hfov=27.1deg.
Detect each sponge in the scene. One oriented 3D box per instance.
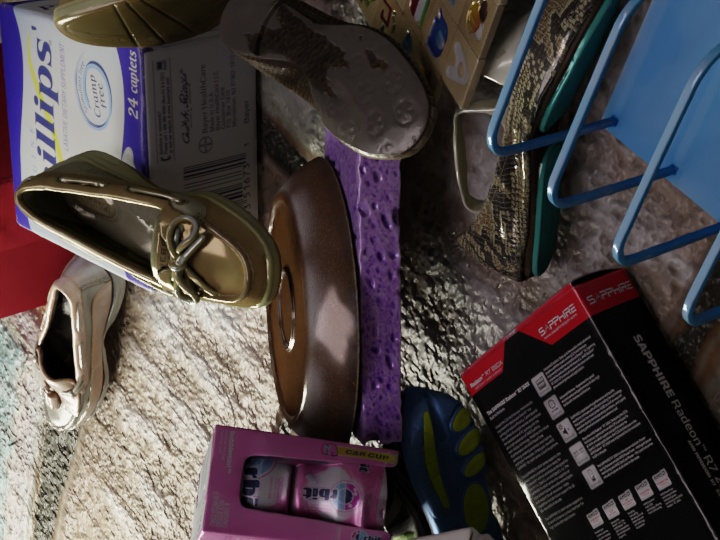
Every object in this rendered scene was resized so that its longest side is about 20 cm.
[{"bbox_3d":[0.000,0.000,0.963,0.112,0.030,0.201,-139,47,-72],"label":"sponge"}]

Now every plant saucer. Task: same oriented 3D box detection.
[{"bbox_3d":[-0.037,0.025,0.996,0.200,0.032,0.202,178,90,-77],"label":"plant saucer"}]

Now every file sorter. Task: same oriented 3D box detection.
[{"bbox_3d":[0.176,-0.062,0.706,0.200,0.122,0.139,45,134,31],"label":"file sorter"}]

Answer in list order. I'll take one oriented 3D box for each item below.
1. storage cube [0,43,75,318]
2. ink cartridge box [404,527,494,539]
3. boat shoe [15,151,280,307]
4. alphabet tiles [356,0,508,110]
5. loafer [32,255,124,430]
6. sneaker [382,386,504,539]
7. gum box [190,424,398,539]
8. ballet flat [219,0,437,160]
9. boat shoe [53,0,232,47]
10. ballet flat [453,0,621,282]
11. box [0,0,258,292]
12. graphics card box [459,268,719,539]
[{"bbox_3d":[-0.346,-0.068,1.290,0.200,0.179,0.172,46,135,28],"label":"storage cube"},{"bbox_3d":[0.018,0.238,0.904,0.199,0.146,0.084,-17,46,31],"label":"ink cartridge box"},{"bbox_3d":[-0.140,-0.023,0.986,0.200,0.063,0.074,28,122,29],"label":"boat shoe"},{"bbox_3d":[0.040,-0.190,0.856,0.200,0.006,0.167,-114,33,-44],"label":"alphabet tiles"},{"bbox_3d":[-0.259,0.068,1.308,0.072,0.063,0.201,33,128,16],"label":"loafer"},{"bbox_3d":[0.052,0.171,0.999,0.083,0.070,0.201,-157,56,-66],"label":"sneaker"},{"bbox_3d":[-0.048,0.153,0.968,0.200,0.113,0.067,119,158,-72],"label":"gum box"},{"bbox_3d":[-0.015,-0.119,0.901,0.200,0.046,0.068,35,98,43],"label":"ballet flat"},{"bbox_3d":[-0.105,-0.199,0.967,0.200,0.073,0.063,-17,73,12],"label":"boat shoe"},{"bbox_3d":[0.089,-0.086,0.838,0.075,0.068,0.201,22,125,16],"label":"ballet flat"},{"bbox_3d":[-0.175,-0.104,1.129,0.199,0.105,0.185,22,119,45],"label":"box"},{"bbox_3d":[0.150,0.114,0.861,0.125,0.051,0.201,-45,67,48],"label":"graphics card box"}]
